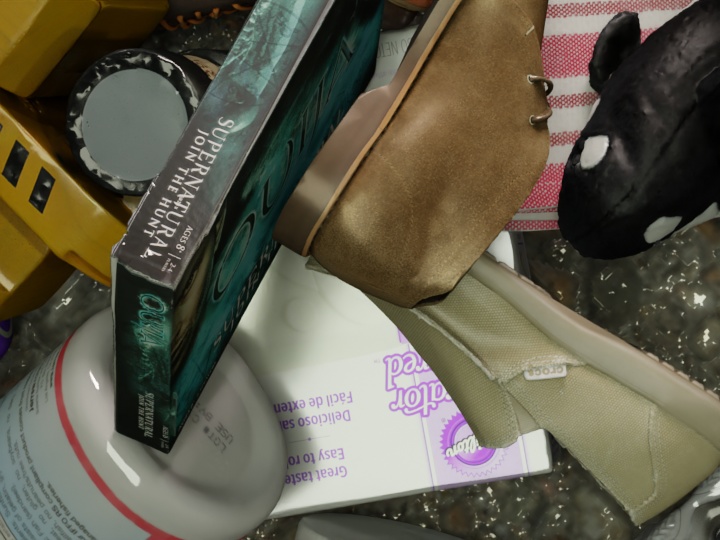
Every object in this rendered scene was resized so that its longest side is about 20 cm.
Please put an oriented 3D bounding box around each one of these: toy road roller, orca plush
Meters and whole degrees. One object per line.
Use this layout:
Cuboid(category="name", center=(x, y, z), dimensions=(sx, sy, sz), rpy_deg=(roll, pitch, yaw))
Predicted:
Cuboid(category="toy road roller", center=(-0.142, -0.068, 0.870), dimensions=(0.200, 0.123, 0.146), rpy_deg=(45, 103, 5))
Cuboid(category="orca plush", center=(0.168, -0.077, 0.873), dimensions=(0.200, 0.071, 0.105), rpy_deg=(-27, 93, -16))

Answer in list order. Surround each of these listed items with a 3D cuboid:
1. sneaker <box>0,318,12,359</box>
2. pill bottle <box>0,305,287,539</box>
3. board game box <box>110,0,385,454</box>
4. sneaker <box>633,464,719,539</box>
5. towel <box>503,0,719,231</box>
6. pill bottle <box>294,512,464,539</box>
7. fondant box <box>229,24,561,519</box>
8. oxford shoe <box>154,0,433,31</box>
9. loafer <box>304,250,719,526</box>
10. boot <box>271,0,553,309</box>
Cuboid(category="sneaker", center=(-0.168, -0.059, 0.957), dimensions=(0.099, 0.070, 0.201), rpy_deg=(-12, 90, 6))
Cuboid(category="pill bottle", center=(-0.131, 0.108, 0.909), dimensions=(0.200, 0.109, 0.109), rpy_deg=(-40, 85, 33))
Cuboid(category="board game box", center=(-0.039, -0.044, 0.805), dimensions=(0.028, 0.135, 0.200), rpy_deg=(23, 62, 7))
Cuboid(category="sneaker", center=(0.176, 0.137, 0.905), dimensions=(0.114, 0.075, 0.200), rpy_deg=(44, 94, 8))
Cuboid(category="towel", center=(0.105, -0.119, 0.912), dimensions=(0.146, 0.030, 0.200), rpy_deg=(-5, 87, -16))
Cuboid(category="pill bottle", center=(-0.002, 0.213, 0.915), dimensions=(0.109, 0.110, 0.200), rpy_deg=(13, 94, 8))
Cuboid(category="fondant box", center=(0.000, 0.000, 0.939), dimensions=(0.144, 0.058, 0.200), rpy_deg=(-10, 91, 8))
Cuboid(category="oxford shoe", center=(-0.060, -0.134, 0.937), dimensions=(0.200, 0.071, 0.073), rpy_deg=(24, 103, 24))
Cuboid(category="loafer", center=(0.058, 0.038, 0.866), dimensions=(0.200, 0.076, 0.068), rpy_deg=(30, 88, 5))
Cuboid(category="boot", center=(0.050, -0.073, 0.833), dimensions=(0.075, 0.074, 0.200), rpy_deg=(32, 75, 4))
